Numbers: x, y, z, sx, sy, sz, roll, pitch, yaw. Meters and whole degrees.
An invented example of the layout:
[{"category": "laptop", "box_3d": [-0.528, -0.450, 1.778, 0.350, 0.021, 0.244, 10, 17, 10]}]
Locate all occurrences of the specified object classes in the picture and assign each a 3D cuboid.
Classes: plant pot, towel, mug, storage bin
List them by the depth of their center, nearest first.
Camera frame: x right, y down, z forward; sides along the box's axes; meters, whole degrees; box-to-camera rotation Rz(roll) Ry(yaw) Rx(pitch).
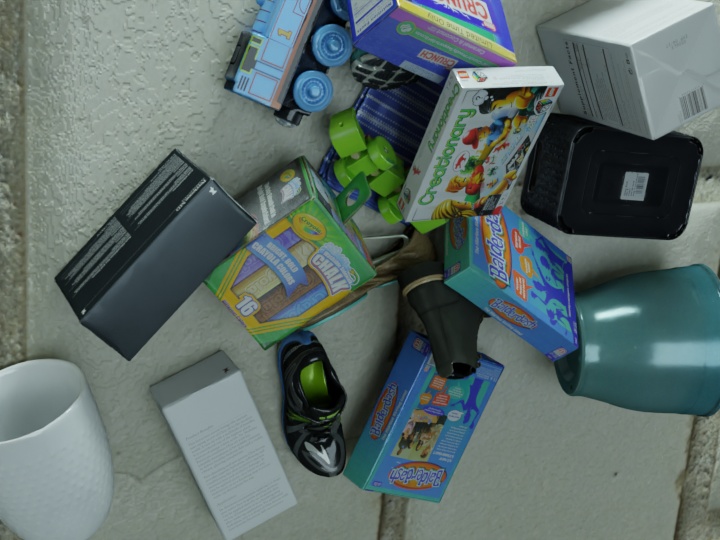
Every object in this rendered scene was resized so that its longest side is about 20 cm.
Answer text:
[{"category": "mug", "box_3d": [-0.369, 0.212, 1.330, 0.200, 0.148, 0.176, -7, 121, 10]}, {"category": "towel", "box_3d": [0.051, -0.165, 1.446, 0.145, 0.024, 0.200, 26, 95, -29]}, {"category": "storage bin", "box_3d": [0.318, -0.118, 1.541, 0.200, 0.094, 0.135, 3, 106, -24]}, {"category": "plant pot", "box_3d": [0.355, 0.094, 1.582, 0.188, 0.200, 0.200, -2, 108, -7]}]

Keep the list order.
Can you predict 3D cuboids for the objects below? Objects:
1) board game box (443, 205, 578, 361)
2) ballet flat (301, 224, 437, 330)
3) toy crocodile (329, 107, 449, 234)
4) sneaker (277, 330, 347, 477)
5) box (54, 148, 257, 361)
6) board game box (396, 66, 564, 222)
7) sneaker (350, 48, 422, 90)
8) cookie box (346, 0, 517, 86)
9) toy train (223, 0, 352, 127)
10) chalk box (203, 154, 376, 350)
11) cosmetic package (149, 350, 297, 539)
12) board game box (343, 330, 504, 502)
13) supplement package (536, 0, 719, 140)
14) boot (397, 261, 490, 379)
[{"category": "board game box", "box_3d": [0.185, -0.001, 1.492, 0.200, 0.152, 0.045, 34, 131, -29]}, {"category": "ballet flat", "box_3d": [0.000, 0.000, 1.458, 0.200, 0.068, 0.072, -25, 102, -16]}, {"category": "toy crocodile", "box_3d": [0.033, -0.110, 1.415, 0.067, 0.062, 0.200, -30, 130, 30]}, {"category": "sneaker", "box_3d": [-0.055, 0.171, 1.475, 0.071, 0.083, 0.200, -18, 117, -19]}, {"category": "box", "box_3d": [-0.222, -0.020, 1.306, 0.200, 0.141, 0.079, -47, 118, -3]}, {"category": "board game box", "box_3d": [0.127, -0.136, 1.329, 0.126, 0.035, 0.200, -6, 141, -25]}, {"category": "sneaker", "box_3d": [0.061, -0.258, 1.379, 0.200, 0.077, 0.080, -22, 85, -39]}, {"category": "cookie box", "box_3d": [0.067, -0.303, 1.297, 0.171, 0.200, 0.075, 17, 141, -36]}, {"category": "toy train", "box_3d": [-0.069, -0.260, 1.328, 0.114, 0.087, 0.200, 21, 96, -20]}, {"category": "chalk box", "box_3d": [-0.067, -0.033, 1.353, 0.200, 0.124, 0.124, -33, 118, 8]}, {"category": "cosmetic package", "box_3d": [-0.161, 0.209, 1.448, 0.101, 0.071, 0.200, -26, 116, -14]}, {"category": "board game box", "box_3d": [0.082, 0.187, 1.533, 0.152, 0.045, 0.200, 21, 96, -45]}, {"category": "supplement package", "box_3d": [0.321, -0.247, 1.437, 0.121, 0.200, 0.120, -27, 115, -13]}, {"category": "boot", "box_3d": [0.127, 0.074, 1.469, 0.077, 0.139, 0.200, -33, 154, 33]}]
